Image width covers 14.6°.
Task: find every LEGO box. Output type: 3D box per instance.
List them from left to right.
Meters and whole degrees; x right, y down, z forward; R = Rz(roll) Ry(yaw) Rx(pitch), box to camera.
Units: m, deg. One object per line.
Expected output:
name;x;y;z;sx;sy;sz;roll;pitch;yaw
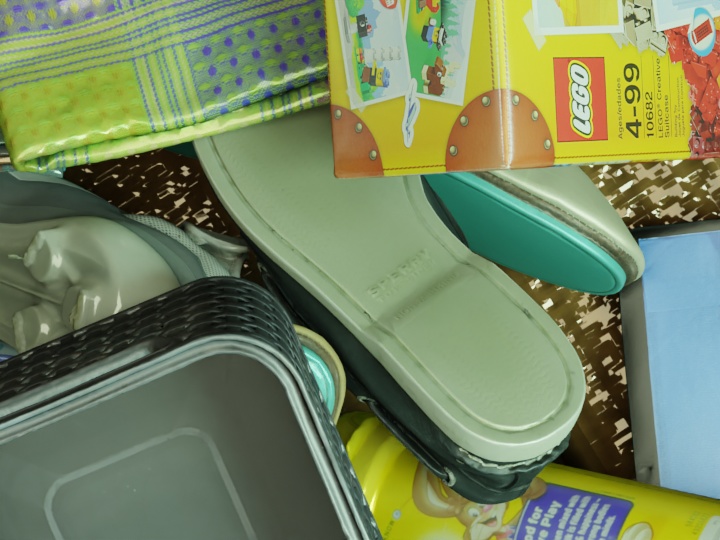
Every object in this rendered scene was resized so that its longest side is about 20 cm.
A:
LEGO box;0.060;-0.134;0.922;0.077;0.148;0.201;-2;92;42

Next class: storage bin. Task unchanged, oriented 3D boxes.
storage bin;-0.052;0.119;0.865;0.135;0.094;0.201;-23;102;0

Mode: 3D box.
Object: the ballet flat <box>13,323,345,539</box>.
ballet flat;-0.086;0.086;0.936;0.200;0.063;0.069;-45;103;5

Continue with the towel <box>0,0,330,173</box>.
towel;-0.075;-0.137;0.963;0.143;0.023;0.201;-14;68;-1

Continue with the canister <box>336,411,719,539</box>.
canister;0.074;0.139;0.954;0.199;0.086;0.150;11;90;30

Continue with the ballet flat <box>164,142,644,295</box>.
ballet flat;0.015;-0.053;1.014;0.199;0.069;0.070;19;91;6

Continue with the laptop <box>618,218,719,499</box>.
laptop;0.186;0.057;0.943;0.103;0.200;0.178;-2;83;-26

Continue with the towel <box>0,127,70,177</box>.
towel;-0.193;-0.075;1.009;0.199;0.147;0.022;-7;133;7

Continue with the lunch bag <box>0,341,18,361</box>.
lunch bag;-0.145;0.102;1.018;0.199;0.082;0.162;8;93;6

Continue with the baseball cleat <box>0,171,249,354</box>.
baseball cleat;-0.109;-0.002;1.000;0.200;0.106;0.070;31;108;49

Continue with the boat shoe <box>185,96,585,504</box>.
boat shoe;0.002;-0.001;0.948;0.074;0.066;0.199;-32;63;-25
